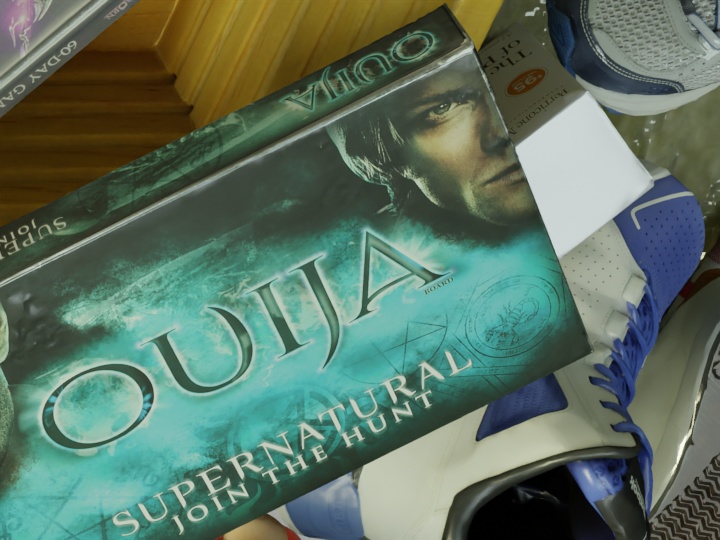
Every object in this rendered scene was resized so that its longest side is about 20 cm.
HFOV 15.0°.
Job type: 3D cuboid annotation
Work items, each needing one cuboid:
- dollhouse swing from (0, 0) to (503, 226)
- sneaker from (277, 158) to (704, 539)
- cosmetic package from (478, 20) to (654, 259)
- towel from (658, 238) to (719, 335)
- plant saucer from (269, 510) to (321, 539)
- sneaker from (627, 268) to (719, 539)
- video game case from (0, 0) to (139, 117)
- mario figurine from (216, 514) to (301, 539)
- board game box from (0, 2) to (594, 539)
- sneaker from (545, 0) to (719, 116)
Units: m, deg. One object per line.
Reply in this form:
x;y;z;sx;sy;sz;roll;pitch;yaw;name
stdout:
-0.065;-0.091;0.893;0.181;0.200;0.176;-2;126;-21;dollhouse swing
0.076;0.054;0.993;0.199;0.115;0.081;-39;140;-29;sneaker
0.000;0.000;0.958;0.200;0.083;0.051;-38;119;2;cosmetic package
0.164;0.076;1.211;0.144;0.023;0.200;31;96;-37;towel
-0.055;0.122;1.071;0.200;0.034;0.201;-6;109;-18;plant saucer
0.131;0.093;1.136;0.073;0.085;0.200;21;101;-16;sneaker
-0.151;-0.104;0.889;0.200;0.143;0.019;-38;154;9;video game case
-0.050;0.119;0.955;0.106;0.200;0.124;-38;89;5;mario figurine
-0.038;0.017;0.835;0.200;0.028;0.135;-27;131;-2;board game box
0.158;-0.112;1.022;0.200;0.077;0.085;-16;177;-33;sneaker
